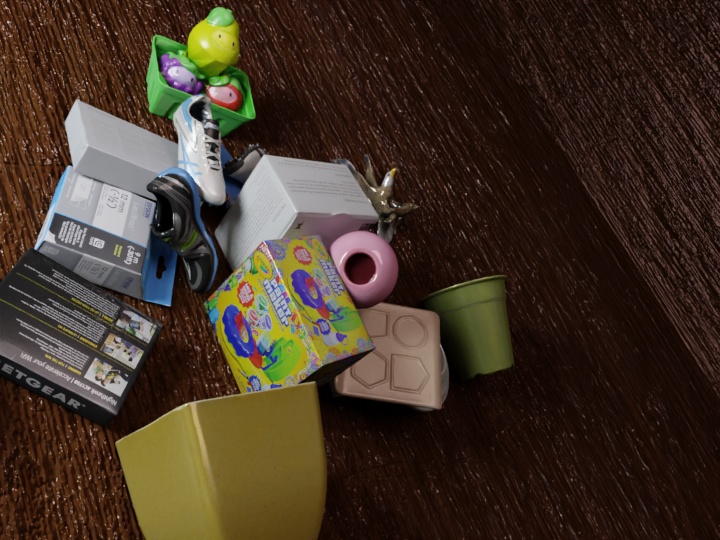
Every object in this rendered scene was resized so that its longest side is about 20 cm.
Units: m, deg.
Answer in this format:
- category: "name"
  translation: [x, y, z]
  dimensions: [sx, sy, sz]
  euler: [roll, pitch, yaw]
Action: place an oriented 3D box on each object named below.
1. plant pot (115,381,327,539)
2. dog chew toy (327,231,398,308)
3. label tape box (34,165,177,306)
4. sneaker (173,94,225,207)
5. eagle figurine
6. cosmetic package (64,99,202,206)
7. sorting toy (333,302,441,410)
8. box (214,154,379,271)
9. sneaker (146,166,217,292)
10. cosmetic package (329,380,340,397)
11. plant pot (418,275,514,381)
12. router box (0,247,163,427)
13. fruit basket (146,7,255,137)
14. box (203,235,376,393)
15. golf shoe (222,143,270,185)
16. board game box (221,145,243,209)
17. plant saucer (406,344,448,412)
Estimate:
- category: "plant pot"
  translation: [-0.154, 0.270, 0.735]
  dimensions: [0.193, 0.195, 0.202]
  euler: [0, 65, -46]
- category: "dog chew toy"
  translation: [0.000, 0.000, 1.023]
  dimensions: [0.125, 0.124, 0.200]
  euler: [51, -1, 1]
- category: "label tape box"
  translation: [-0.356, -0.047, 0.887]
  dimensions: [0.199, 0.066, 0.144]
  euler: [23, 44, -30]
- category: "sneaker"
  translation: [-0.251, -0.195, 0.960]
  dimensions: [0.072, 0.072, 0.202]
  euler: [8, 56, -50]
- category: "eagle figurine"
  translation: [0.033, -0.177, 1.385]
  dimensions: [0.199, 0.151, 0.152]
  euler: [33, -15, 25]
- category: "cosmetic package"
  translation: [-0.356, -0.179, 0.959]
  dimensions: [0.199, 0.052, 0.151]
  euler: [20, 28, -42]
- category: "sorting toy"
  translation: [0.049, 0.143, 1.050]
  dimensions: [0.198, 0.037, 0.187]
  euler: [13, 56, -14]
- category: "box"
  translation: [-0.112, -0.079, 1.052]
  dimensions: [0.198, 0.200, 0.131]
  euler: [-3, 53, -47]
- category: "sneaker"
  translation: [-0.278, -0.055, 0.921]
  dimensions: [0.083, 0.070, 0.201]
  euler: [-36, 127, -41]
- category: "cosmetic package"
  translation: [0.024, 0.179, 1.107]
  dimensions: [0.199, 0.051, 0.083]
  euler: [5, 56, -45]
- category: "plant pot"
  translation: [0.247, 0.130, 1.294]
  dimensions: [0.199, 0.199, 0.192]
  euler: [-3, 73, -47]
- category: "router box"
  translation: [-0.374, 0.084, 0.766]
  dimensions: [0.199, 0.051, 0.150]
  euler: [35, 41, -20]
- category: "fruit basket"
  translation: [-0.285, -0.377, 1.129]
  dimensions: [0.214, 0.215, 0.157]
  euler: [12, 51, -40]
- category: "box"
  translation: [-0.114, 0.084, 0.925]
  dimensions: [0.121, 0.192, 0.201]
  euler: [-9, 65, -49]
- category: "golf shoe"
  translation: [-0.189, -0.177, 1.121]
  dimensions: [0.095, 0.077, 0.200]
  euler: [58, 13, -3]
- category: "board game box"
  translation: [-0.274, -0.190, 1.095]
  dimensions: [0.158, 0.039, 0.201]
  euler: [48, 13, -39]
- category: "plant saucer"
  translation: [0.108, 0.161, 1.129]
  dimensions: [0.199, 0.050, 0.202]
  euler: [28, 44, -30]
